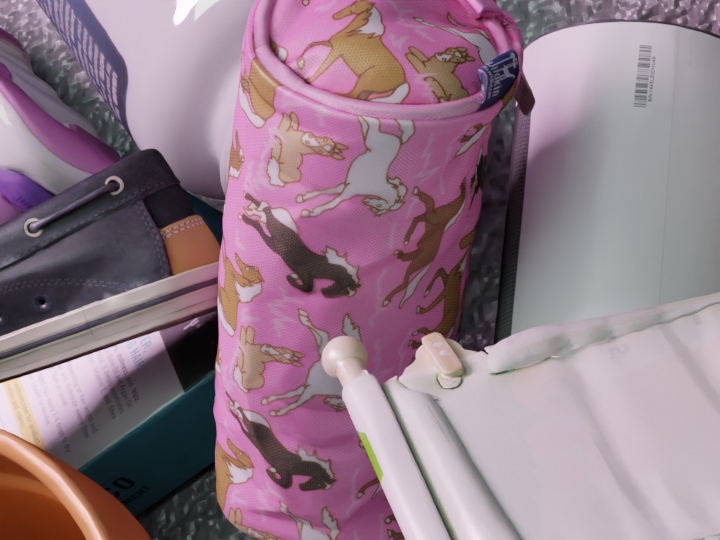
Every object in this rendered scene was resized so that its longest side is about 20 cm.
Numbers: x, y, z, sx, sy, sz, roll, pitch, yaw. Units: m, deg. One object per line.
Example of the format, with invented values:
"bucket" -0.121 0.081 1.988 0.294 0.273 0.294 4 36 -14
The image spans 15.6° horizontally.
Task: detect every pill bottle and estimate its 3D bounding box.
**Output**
"pill bottle" -0.042 -0.095 0.915 0.120 0.120 0.200 -43 56 11

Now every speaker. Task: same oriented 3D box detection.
"speaker" 0.081 0.029 0.818 0.081 0.081 0.200 -4 71 30

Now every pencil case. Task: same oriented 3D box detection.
"pencil case" 0.000 0.000 0.812 0.086 0.200 0.083 10 41 2

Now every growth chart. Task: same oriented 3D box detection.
"growth chart" 0.100 0.053 0.726 0.200 0.018 0.145 -8 42 -8

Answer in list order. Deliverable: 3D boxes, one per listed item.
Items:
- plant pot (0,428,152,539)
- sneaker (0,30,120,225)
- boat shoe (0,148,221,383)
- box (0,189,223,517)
"plant pot" -0.116 0.160 0.852 0.200 0.140 0.200 -11 68 28
"sneaker" -0.161 -0.052 0.964 0.089 0.080 0.200 -53 36 8
"boat shoe" -0.141 0.012 0.855 0.200 0.075 0.062 -18 90 8
"box" -0.120 0.060 0.947 0.200 0.049 0.082 -35 57 16
